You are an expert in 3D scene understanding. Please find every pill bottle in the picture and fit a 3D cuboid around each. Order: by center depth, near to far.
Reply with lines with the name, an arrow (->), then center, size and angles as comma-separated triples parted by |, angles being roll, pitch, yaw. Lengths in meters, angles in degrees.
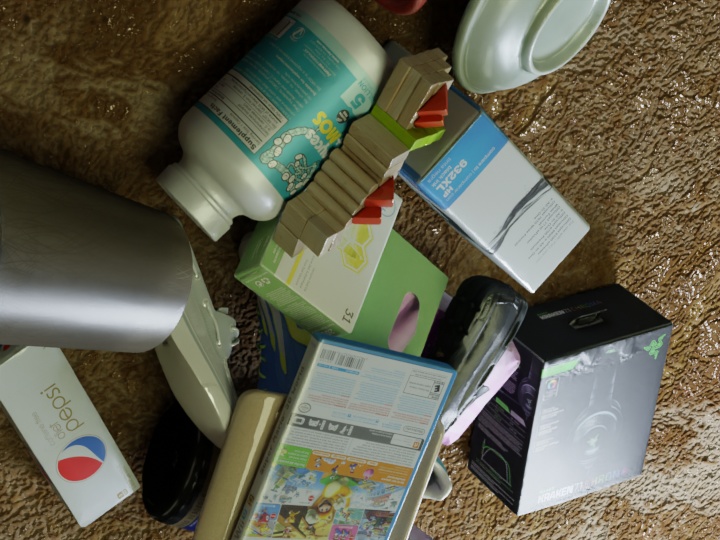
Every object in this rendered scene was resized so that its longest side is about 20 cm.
pill bottle -> -0.069, -0.117, 1.413 | 0.200, 0.111, 0.111 | -45, 135, -4
pill bottle -> -0.084, 0.191, 1.571 | 0.199, 0.112, 0.113 | 20, 105, -27

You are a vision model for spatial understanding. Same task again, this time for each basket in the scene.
basket -> -0.235, -0.010, 1.319 | 0.199, 0.181, 0.136 | 15, 118, -47

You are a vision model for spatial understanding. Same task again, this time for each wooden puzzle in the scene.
wooden puzzle -> -0.041, 0.193, 1.503 | 0.198, 0.037, 0.187 | 11, 105, -32

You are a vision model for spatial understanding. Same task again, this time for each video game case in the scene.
video game case -> -0.015, 0.158, 1.469 | 0.142, 0.018, 0.202 | 14, 103, -33

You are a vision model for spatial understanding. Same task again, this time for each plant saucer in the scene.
plant saucer -> 0.164, -0.224, 1.514 | 0.200, 0.050, 0.201 | -39, 155, -22

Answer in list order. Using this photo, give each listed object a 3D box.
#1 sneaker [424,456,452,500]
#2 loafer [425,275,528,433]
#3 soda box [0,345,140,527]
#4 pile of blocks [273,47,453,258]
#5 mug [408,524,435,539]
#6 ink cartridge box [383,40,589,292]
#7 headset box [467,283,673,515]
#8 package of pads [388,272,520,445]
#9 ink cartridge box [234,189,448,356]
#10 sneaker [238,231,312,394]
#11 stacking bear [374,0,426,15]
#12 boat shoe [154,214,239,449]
sneaker -> 0.013, 0.168, 1.672 | 0.199, 0.093, 0.071 | 27, 100, -44
loafer -> 0.085, 0.101, 1.593 | 0.070, 0.068, 0.202 | 24, 100, -33
soda box -> -0.255, 0.118, 1.454 | 0.063, 0.068, 0.201 | -35, 133, -14
pile of blocks -> 0.017, -0.081, 1.400 | 0.200, 0.062, 0.082 | -51, 162, 10
mug -> -0.018, 0.288, 1.684 | 0.185, 0.153, 0.151 | -12, 125, -30
ink cartridge box -> 0.089, -0.087, 1.527 | 0.084, 0.145, 0.200 | -48, 135, 1
headset box -> 0.213, 0.123, 1.794 | 0.173, 0.093, 0.202 | -12, 124, -31
package of pads -> 0.049, 0.072, 1.649 | 0.121, 0.076, 0.199 | -50, 134, 8
ink cartridge box -> 0.000, 0.000, 1.496 | 0.200, 0.048, 0.146 | 38, 55, -24
sneaker -> -0.065, 0.069, 1.528 | 0.105, 0.076, 0.201 | -35, 98, 7
stacking bear -> 0.085, -0.301, 1.418 | 0.199, 0.121, 0.114 | -36, 132, -22
boat shoe -> -0.136, 0.049, 1.465 | 0.068, 0.072, 0.201 | -30, 96, -27
